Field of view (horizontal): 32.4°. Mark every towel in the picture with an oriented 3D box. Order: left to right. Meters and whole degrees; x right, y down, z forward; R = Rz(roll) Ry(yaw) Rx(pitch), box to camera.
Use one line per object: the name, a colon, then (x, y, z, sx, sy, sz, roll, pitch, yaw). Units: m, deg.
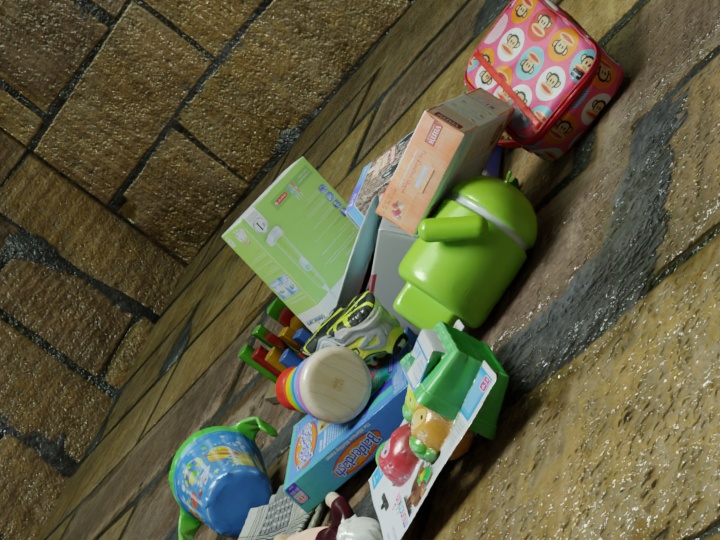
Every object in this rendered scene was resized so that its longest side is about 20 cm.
towel: (-0.113, 0.336, 1.501, 0.192, 0.034, 0.201, -36, 22, 55)

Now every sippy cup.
sippy cup: (-0.178, 0.292, 1.668, 0.130, 0.138, 0.180, -156, 64, -67)

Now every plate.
plate: (0.000, 0.000, 1.624, 0.200, 0.025, 0.202, 19, -90, -85)

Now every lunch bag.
lunch bag: (0.217, -0.234, 1.546, 0.177, 0.081, 0.201, -52, 41, 18)

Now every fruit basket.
fruit basket: (0.060, 0.155, 1.219, 0.201, 0.093, 0.185, -55, 12, 9)

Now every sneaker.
sneaker: (-0.011, 0.086, 1.472, 0.076, 0.076, 0.200, -52, 10, -19)

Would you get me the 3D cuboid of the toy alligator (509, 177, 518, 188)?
toy alligator: (0.138, -0.049, 1.552, 0.201, 0.054, 0.059, -59, 13, -23)

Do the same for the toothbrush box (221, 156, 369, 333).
toothbrush box: (-0.072, -0.034, 1.761, 0.146, 0.200, 0.086, -49, 9, -27)

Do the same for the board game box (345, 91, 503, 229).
board game box: (0.093, -0.133, 1.750, 0.199, 0.097, 0.160, -35, 16, 24)

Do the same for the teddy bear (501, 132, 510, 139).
teddy bear: (0.233, -0.235, 1.672, 0.146, 0.066, 0.200, -57, 12, -3)

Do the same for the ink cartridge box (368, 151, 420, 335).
ink cartridge box: (0.068, -0.039, 1.595, 0.201, 0.082, 0.147, -73, -7, -55)

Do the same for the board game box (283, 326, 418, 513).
board game box: (-0.002, 0.173, 1.451, 0.200, 0.045, 0.152, -41, 16, 17)

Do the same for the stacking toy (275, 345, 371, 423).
stacking toy: (-0.058, 0.137, 1.466, 0.086, 0.085, 0.200, -57, 13, -17)

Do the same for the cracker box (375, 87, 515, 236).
cracker box: (0.101, -0.130, 1.443, 0.135, 0.057, 0.200, -63, -13, 24)

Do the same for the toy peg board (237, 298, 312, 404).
toy peg board: (-0.096, 0.094, 1.939, 0.201, 0.097, 0.199, -59, 13, -19)

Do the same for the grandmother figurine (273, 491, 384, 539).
grandmother figurine: (-0.031, 0.290, 1.286, 0.200, 0.060, 0.123, -29, 54, 56)

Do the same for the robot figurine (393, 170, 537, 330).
robot figurine: (0.121, -0.018, 1.391, 0.201, 0.115, 0.175, -56, -19, -2)
